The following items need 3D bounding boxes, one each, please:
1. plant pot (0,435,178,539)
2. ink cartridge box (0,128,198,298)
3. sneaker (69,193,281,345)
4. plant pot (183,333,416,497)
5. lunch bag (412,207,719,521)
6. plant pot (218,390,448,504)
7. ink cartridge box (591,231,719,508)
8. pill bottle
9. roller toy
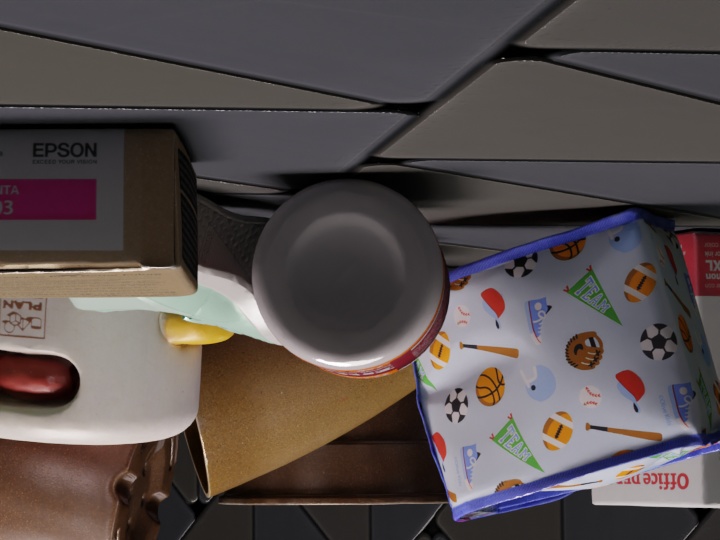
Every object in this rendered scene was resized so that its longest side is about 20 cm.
[{"bbox_3d":[-0.252,0.145,1.829,0.198,0.201,0.200,13,178,10],"label":"plant pot"},{"bbox_3d":[-0.187,-0.027,1.275,0.200,0.075,0.165,0,174,-1],"label":"ink cartridge box"},{"bbox_3d":[-0.116,0.002,1.567,0.118,0.074,0.200,-9,158,26],"label":"sneaker"},{"bbox_3d":[-0.046,0.060,1.880,0.200,0.187,0.186,-14,177,-9],"label":"plant pot"},{"bbox_3d":[0.133,0.067,1.661,0.200,0.170,0.124,-19,167,19],"label":"lunch bag"},{"bbox_3d":[-0.021,0.096,2.039,0.200,0.199,0.200,-1,176,0],"label":"plant pot"},{"bbox_3d":[0.242,0.077,1.822,0.083,0.200,0.146,2,174,-29],"label":"ink cartridge box"},{"bbox_3d":[-0.001,0.009,1.502,0.113,0.113,0.200,-1,175,5],"label":"pill bottle"},{"bbox_3d":[-0.197,0.038,1.665,0.182,0.140,0.200,0,-173,-31],"label":"roller toy"}]
